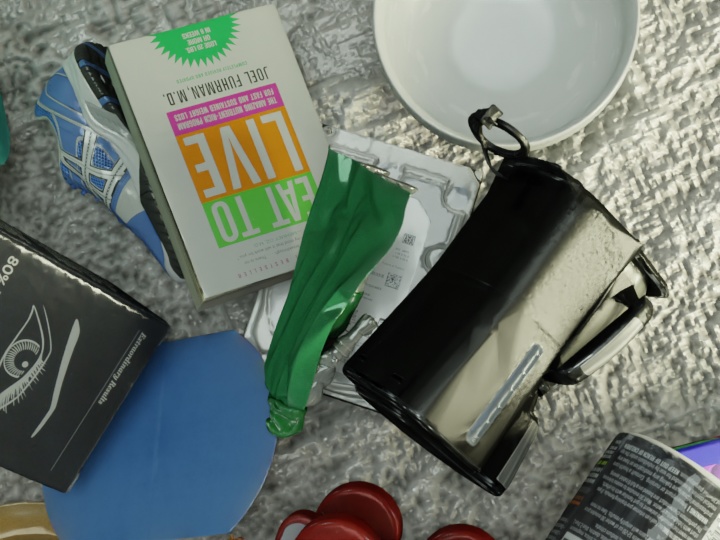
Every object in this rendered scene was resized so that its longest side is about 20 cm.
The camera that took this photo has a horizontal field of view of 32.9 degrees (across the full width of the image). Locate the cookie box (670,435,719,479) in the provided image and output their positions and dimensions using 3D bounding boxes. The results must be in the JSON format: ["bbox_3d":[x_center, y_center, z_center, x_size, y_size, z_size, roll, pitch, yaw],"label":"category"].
[{"bbox_3d":[0.298,0.195,0.871,0.200,0.075,0.171,-15,83,2],"label":"cookie box"}]

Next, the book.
[{"bbox_3d":[-0.091,-0.087,0.901,0.134,0.048,0.200,-20,82,-18],"label":"book"}]

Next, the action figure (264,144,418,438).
[{"bbox_3d":[-0.023,0.024,0.837,0.055,0.118,0.200,17,102,-29],"label":"action figure"}]

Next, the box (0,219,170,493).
[{"bbox_3d":[-0.264,0.045,0.861,0.200,0.104,0.148,36,85,-37],"label":"box"}]

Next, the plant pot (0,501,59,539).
[{"bbox_3d":[-0.249,0.261,0.880,0.200,0.027,0.200,2,50,-3],"label":"plant pot"}]

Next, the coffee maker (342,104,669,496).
[{"bbox_3d":[0.084,0.027,0.855,0.192,0.135,0.200,41,80,-6],"label":"coffee maker"}]

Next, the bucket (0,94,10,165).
[{"bbox_3d":[-0.356,-0.144,0.900,0.135,0.207,0.207,-17,82,-2],"label":"bucket"}]

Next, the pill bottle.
[{"bbox_3d":[0.156,0.212,0.781,0.106,0.106,0.200,35,81,7],"label":"pill bottle"}]

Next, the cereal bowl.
[{"bbox_3d":[0.108,-0.182,0.927,0.200,0.083,0.200,0,82,3],"label":"cereal bowl"}]

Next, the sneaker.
[{"bbox_3d":[-0.181,-0.075,0.948,0.077,0.076,0.200,-32,83,25],"label":"sneaker"}]

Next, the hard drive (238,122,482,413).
[{"bbox_3d":[0.000,0.000,0.935,0.140,0.038,0.200,18,84,5],"label":"hard drive"}]

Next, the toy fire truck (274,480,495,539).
[{"bbox_3d":[0.014,0.258,0.871,0.200,0.112,0.168,22,98,6],"label":"toy fire truck"}]

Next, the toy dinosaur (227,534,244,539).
[{"bbox_3d":[-0.109,0.284,0.807,0.136,0.102,0.200,14,107,11],"label":"toy dinosaur"}]

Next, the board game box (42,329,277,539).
[{"bbox_3d":[-0.143,0.132,0.913,0.200,0.039,0.158,-11,59,20],"label":"board game box"}]
